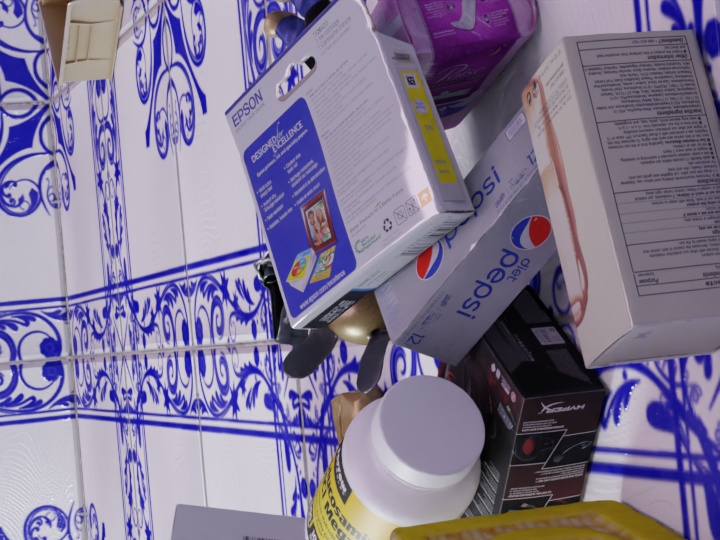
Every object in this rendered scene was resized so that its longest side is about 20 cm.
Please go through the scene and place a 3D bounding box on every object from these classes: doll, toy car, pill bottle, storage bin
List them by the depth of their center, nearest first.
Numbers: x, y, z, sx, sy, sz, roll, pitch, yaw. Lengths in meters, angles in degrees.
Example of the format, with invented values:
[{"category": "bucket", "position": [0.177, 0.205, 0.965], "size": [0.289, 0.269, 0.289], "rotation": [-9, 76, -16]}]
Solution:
[{"category": "pill bottle", "position": [0.029, 0.169, 1.394], "size": [0.201, 0.111, 0.113], "rotation": [114, 146, -53]}, {"category": "toy car", "position": [0.000, 0.000, 1.469], "size": [0.163, 0.157, 0.202], "rotation": [7, 71, 45]}, {"category": "doll", "position": [-0.038, -0.233, 1.815], "size": [0.200, 0.048, 0.138], "rotation": [45, 127, 53]}, {"category": "storage bin", "position": [-0.460, -0.444, 2.898], "size": [0.200, 0.093, 0.201], "rotation": [108, 151, -48]}]

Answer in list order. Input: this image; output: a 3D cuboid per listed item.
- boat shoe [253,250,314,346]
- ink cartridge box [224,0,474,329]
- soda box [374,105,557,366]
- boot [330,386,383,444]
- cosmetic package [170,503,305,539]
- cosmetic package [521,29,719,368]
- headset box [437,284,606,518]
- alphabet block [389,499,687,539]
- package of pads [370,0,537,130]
[{"category": "boat shoe", "position": [-0.087, -0.003, 1.984], "size": [0.073, 0.061, 0.202], "rotation": [115, 145, -55]}, {"category": "ink cartridge box", "position": [-0.014, -0.086, 1.381], "size": [0.197, 0.047, 0.202], "rotation": [-38, 61, 43]}, {"category": "soda box", "position": [0.097, -0.023, 1.334], "size": [0.200, 0.068, 0.064], "rotation": [-52, 37, 26]}, {"category": "boot", "position": [0.017, 0.213, 1.739], "size": [0.175, 0.065, 0.202], "rotation": [143, 122, -67]}, {"category": "cosmetic package", "position": [-0.116, 0.374, 1.916], "size": [0.123, 0.197, 0.202], "rotation": [-89, 7, -56]}, {"category": "cosmetic package", "position": [0.183, -0.047, 1.156], "size": [0.087, 0.102, 0.202], "rotation": [125, 138, -63]}, {"category": "headset box", "position": [0.117, 0.137, 1.420], "size": [0.149, 0.074, 0.202], "rotation": [-121, 32, -51]}, {"category": "alphabet block", "position": [0.138, 0.288, 1.223], "size": [0.196, 0.193, 0.203], "rotation": [-160, 68, -67]}, {"category": "package of pads", "position": [0.055, -0.175, 1.455], "size": [0.076, 0.119, 0.200], "rotation": [69, 157, 13]}]
